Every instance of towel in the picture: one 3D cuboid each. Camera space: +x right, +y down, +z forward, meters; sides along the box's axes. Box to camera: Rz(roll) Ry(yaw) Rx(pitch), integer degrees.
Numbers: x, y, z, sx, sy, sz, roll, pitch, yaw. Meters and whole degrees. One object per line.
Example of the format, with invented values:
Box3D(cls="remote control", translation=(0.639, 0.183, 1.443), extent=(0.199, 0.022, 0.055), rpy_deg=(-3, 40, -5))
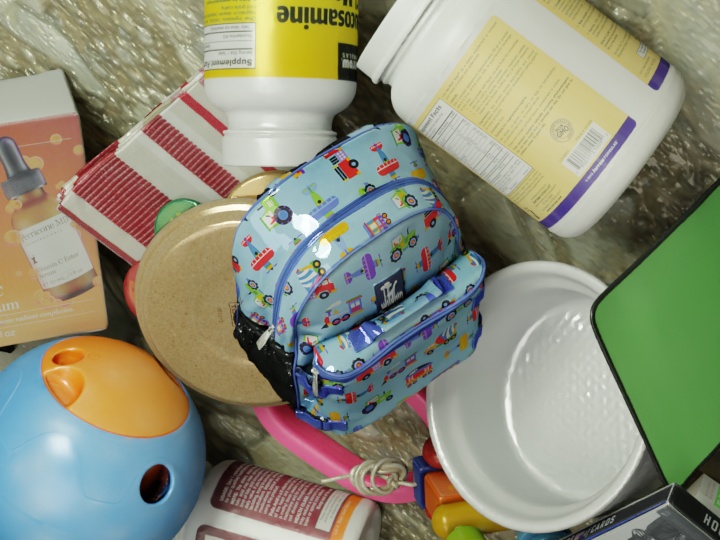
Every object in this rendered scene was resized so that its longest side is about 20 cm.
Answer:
Box3D(cls="towel", translation=(-0.127, -0.076, 1.191), extent=(0.200, 0.023, 0.144), rpy_deg=(-37, 126, 19))

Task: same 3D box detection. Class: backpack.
Box3D(cls="backpack", translation=(0.000, 0.000, 1.061), extent=(0.135, 0.182, 0.201), rpy_deg=(50, 160, 26))

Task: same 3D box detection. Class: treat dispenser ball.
Box3D(cls="treat dispenser ball", translation=(-0.230, 0.155, 1.247), extent=(0.199, 0.201, 0.202), rpy_deg=(9, 120, 16))

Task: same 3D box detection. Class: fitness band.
Box3D(cls="fitness band", translation=(-0.006, 0.123, 1.300), extent=(0.199, 0.037, 0.144), rpy_deg=(34, 124, 2))

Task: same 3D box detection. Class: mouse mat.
Box3D(cls="mouse mat", translation=(0.248, 0.042, 1.071), extent=(0.008, 0.200, 0.162), rpy_deg=(-3, 120, 52))

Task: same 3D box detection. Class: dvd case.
Box3D(cls="dvd case", translation=(0.224, 0.240, 1.106), extent=(0.150, 0.025, 0.200), rpy_deg=(39, 142, -8))

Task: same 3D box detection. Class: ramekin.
Box3D(cls="ramekin", translation=(0.157, 0.097, 1.139), extent=(0.199, 0.097, 0.202), rpy_deg=(-6, 81, 38))

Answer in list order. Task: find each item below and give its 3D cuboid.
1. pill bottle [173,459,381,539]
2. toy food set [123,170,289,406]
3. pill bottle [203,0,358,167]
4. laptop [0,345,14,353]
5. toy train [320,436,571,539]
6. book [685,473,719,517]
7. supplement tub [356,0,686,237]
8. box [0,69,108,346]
Box3D(cls="pill bottle", translation=(-0.091, 0.238, 1.348), extent=(0.199, 0.114, 0.115), rpy_deg=(14, 122, 14))
Box3D(cls="toy food set", translation=(-0.093, 0.023, 1.216), extent=(0.197, 0.049, 0.201), rpy_deg=(-17, 115, 13))
Box3D(cls="pill bottle", translation=(-0.057, -0.176, 1.072), extent=(0.112, 0.112, 0.202), rpy_deg=(2, 95, 20))
Box3D(cls="laptop", translation=(-0.409, -0.031, 1.386), extent=(0.176, 0.103, 0.202), rpy_deg=(10, 95, 15))
Box3D(cls="toy train", translation=(0.073, 0.202, 1.224), extent=(0.198, 0.116, 0.085), rpy_deg=(-8, 128, -5))
Box3D(cls="book", translation=(0.308, 0.259, 1.144), extent=(0.199, 0.048, 0.134), rpy_deg=(35, 128, 2))
Box3D(cls="supplement tub", translation=(0.112, -0.134, 1.048), extent=(0.199, 0.146, 0.146), rpy_deg=(37, 124, -1))
Box3D(cls="box", translation=(-0.302, -0.048, 1.239), extent=(0.151, 0.106, 0.201), rpy_deg=(-11, 119, -14))
